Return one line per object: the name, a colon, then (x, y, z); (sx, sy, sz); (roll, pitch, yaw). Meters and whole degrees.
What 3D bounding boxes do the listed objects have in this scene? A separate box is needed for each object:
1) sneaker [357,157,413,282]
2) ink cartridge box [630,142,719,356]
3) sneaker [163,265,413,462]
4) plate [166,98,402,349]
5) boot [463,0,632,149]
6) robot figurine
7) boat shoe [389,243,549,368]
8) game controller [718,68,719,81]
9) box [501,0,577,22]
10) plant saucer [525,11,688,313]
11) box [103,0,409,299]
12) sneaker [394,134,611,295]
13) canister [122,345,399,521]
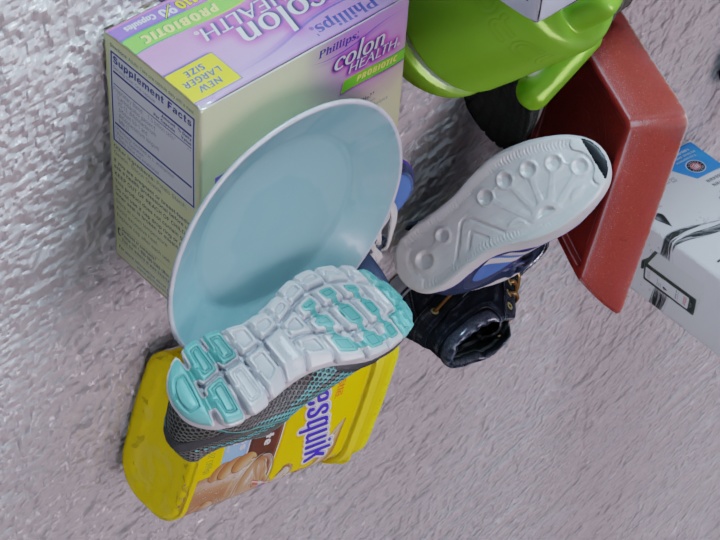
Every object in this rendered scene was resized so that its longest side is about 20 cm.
sneaker: (0.000, 0.000, 1.375); (0.200, 0.146, 0.081); (-30, 145, -32)
ink cartridge box: (0.336, -0.018, 1.791); (0.146, 0.200, 0.084); (-26, 143, -38)
sneaker: (-0.054, 0.063, 1.237); (0.200, 0.078, 0.091); (-23, 157, -35)
plate: (-0.053, -0.029, 1.211); (0.200, 0.026, 0.200); (-35, 147, -27)
boot: (0.158, -0.177, 1.449); (0.131, 0.068, 0.200); (-35, 166, -23)
robot figurine: (0.090, -0.185, 1.271); (0.175, 0.200, 0.116); (43, 52, -25)
boat shoe: (0.114, 0.020, 1.634); (0.200, 0.091, 0.071); (-29, 145, -34)
game controller: (0.402, -0.254, 1.778); (0.104, 0.042, 0.200); (-23, 140, -41)
box: (0.074, -0.277, 1.121); (0.097, 0.200, 0.177); (-33, 146, -30)
plant saucer: (0.186, -0.101, 1.522); (0.037, 0.200, 0.200); (-2, 131, -18)
box: (-0.068, -0.093, 1.240); (0.176, 0.097, 0.200); (-32, 147, -29)
sneaker: (0.128, -0.047, 1.524); (0.200, 0.081, 0.146); (-33, 171, 21)
canister: (-0.078, 0.104, 1.466); (0.200, 0.087, 0.149); (-17, 137, -43)
